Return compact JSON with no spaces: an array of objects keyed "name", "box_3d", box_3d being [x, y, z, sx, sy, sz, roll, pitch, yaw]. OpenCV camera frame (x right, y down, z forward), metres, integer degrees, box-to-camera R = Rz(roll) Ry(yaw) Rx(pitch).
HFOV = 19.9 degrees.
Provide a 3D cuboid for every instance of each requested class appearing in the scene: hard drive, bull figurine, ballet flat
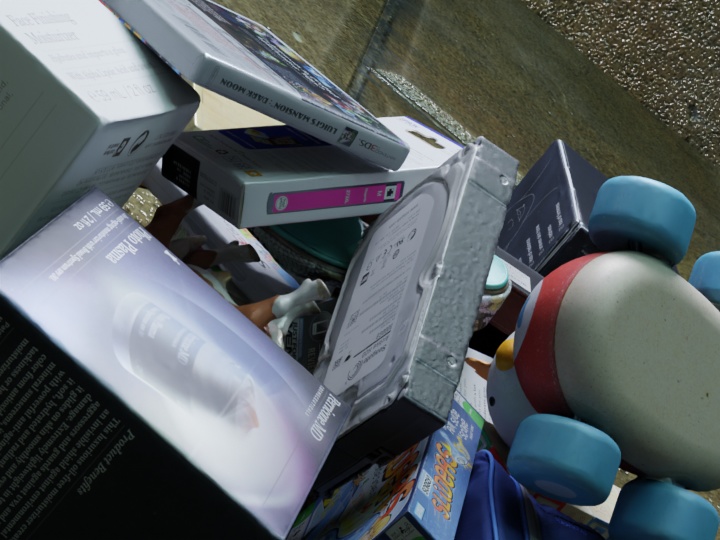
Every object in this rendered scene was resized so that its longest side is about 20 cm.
[{"name":"hard drive","box_3d":[0.023,0.028,1.231,0.038,0.140,0.201,31,52,-18]},{"name":"bull figurine","box_3d":[-0.092,0.034,1.290,0.200,0.121,0.065,44,-20,30]},{"name":"ballet flat","box_3d":[0.000,0.000,1.373,0.199,0.073,0.072,18,23,-10]}]

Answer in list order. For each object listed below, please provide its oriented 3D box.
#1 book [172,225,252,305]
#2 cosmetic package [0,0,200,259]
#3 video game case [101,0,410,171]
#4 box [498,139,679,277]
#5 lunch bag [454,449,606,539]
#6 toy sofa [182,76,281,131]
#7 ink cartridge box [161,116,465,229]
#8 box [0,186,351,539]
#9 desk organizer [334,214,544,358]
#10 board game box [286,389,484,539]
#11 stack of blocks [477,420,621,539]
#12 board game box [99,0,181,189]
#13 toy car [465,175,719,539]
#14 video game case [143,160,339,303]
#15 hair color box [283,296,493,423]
[{"name":"book","box_3d":[-0.078,0.002,1.490,0.133,0.048,0.200,33,18,-17]},{"name":"cosmetic package","box_3d":[-0.235,-0.099,1.199,0.200,0.165,0.165,43,17,5]},{"name":"video game case","box_3d":[-0.084,-0.140,1.313,0.181,0.023,0.200,21,15,-43]},{"name":"box","box_3d":[0.145,0.032,1.628,0.124,0.197,0.200,38,18,-13]},{"name":"lunch bag","box_3d":[0.067,0.207,1.160,0.132,0.136,0.200,36,19,-13]},{"name":"toy sofa","box_3d":[-0.094,-0.087,1.631,0.199,0.097,0.083,27,45,-39]},{"name":"ink cartridge box","box_3d":[-0.022,-0.067,1.340,0.199,0.037,0.094,-9,28,-35]},{"name":"box","box_3d":[-0.126,0.080,1.084,0.198,0.123,0.200,41,18,-4]},{"name":"desk organizer","box_3d":[0.049,0.005,1.451,0.199,0.077,0.072,33,16,-8]},{"name":"board game box","box_3d":[0.004,0.149,1.162,0.034,0.135,0.200,46,17,-6]},{"name":"stack of blocks","box_3d":[0.113,0.185,1.341,0.199,0.115,0.059,28,22,-38]},{"name":"board game box","box_3d":[-0.198,-0.152,1.399,0.056,0.167,0.199,18,5,31]},{"name":"toy car","box_3d":[0.126,0.065,1.242,0.176,0.186,0.199,34,-23,-32]},{"name":"video game case","box_3d":[-0.045,-0.008,1.477,0.182,0.022,0.199,46,18,32]},{"name":"hair color box","box_3d":[0.031,0.100,1.376,0.199,0.064,0.110,26,58,-47]}]
